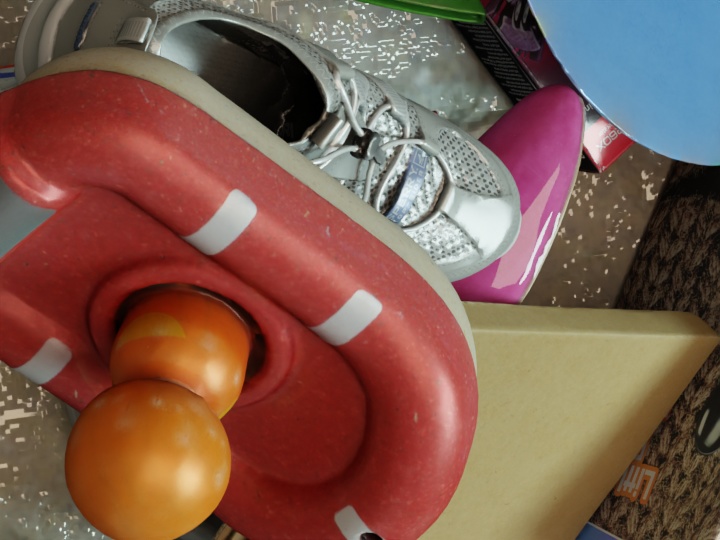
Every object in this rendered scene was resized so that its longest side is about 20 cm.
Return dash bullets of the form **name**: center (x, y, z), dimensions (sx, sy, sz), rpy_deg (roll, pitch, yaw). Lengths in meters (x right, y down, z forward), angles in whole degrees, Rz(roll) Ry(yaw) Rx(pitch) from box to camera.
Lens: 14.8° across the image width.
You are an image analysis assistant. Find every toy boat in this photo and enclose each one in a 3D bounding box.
- **toy boat**: center (-0.057, 0.033, 0.885), dimensions (0.200, 0.130, 0.131), rpy_deg (36, 43, -20)

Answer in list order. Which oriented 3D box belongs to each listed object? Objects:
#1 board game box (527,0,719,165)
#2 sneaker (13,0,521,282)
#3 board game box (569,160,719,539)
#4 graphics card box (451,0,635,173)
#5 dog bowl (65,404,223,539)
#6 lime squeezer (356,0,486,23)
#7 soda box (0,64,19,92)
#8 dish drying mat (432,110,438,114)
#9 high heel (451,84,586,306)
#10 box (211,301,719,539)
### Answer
- **board game box**: center (0.117, -0.140, 1.098), dimensions (0.158, 0.039, 0.200), rpy_deg (30, 66, -33)
- **sneaker**: center (-0.020, -0.040, 0.952), dimensions (0.200, 0.082, 0.075), rpy_deg (20, 84, -31)
- **board game box**: center (0.173, 0.051, 1.143), dimensions (0.097, 0.159, 0.200), rpy_deg (23, 89, -21)
- **graphics card box**: center (0.079, -0.154, 1.137), dimensions (0.125, 0.051, 0.200), rpy_deg (-41, 109, -10)
- **dog bowl**: center (-0.028, 0.027, 1.105), dimensions (0.199, 0.059, 0.201), rpy_deg (-2, 100, -12)
- **lime squeezer**: center (-0.056, -0.096, 1.095), dimensions (0.200, 0.038, 0.071), rpy_deg (-20, 85, -12)
- **soda box**: center (-0.117, -0.038, 0.980), dimensions (0.200, 0.063, 0.068), rpy_deg (-14, 104, -30)
- **dish drying mat**: center (0.015, 0.039, 1.157), dimensions (0.077, 0.018, 0.201), rpy_deg (-15, 102, -13)
- **high heel**: center (0.000, 0.000, 1.043), dimensions (0.096, 0.067, 0.200), rpy_deg (30, 105, -25)
- **box**: center (0.035, 0.078, 1.062), dimensions (0.200, 0.021, 0.164), rpy_deg (4, 127, -49)
